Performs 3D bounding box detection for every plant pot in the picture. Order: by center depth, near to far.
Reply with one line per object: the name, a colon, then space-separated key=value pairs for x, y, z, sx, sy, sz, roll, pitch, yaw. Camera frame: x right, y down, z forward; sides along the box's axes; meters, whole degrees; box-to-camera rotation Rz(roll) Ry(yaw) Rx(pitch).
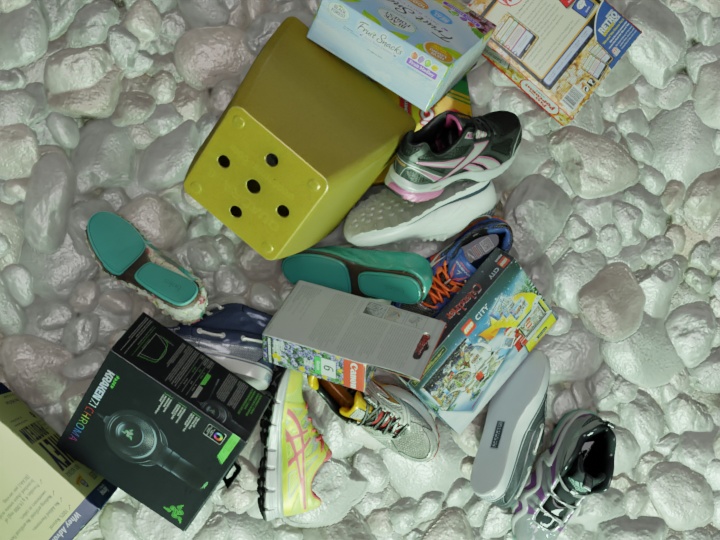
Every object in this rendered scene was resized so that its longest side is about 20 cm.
plant pot: x=-0.087 y=-0.133 z=1.131 sx=0.199 sy=0.177 sz=0.200 roll=39 pitch=125 yaw=-3

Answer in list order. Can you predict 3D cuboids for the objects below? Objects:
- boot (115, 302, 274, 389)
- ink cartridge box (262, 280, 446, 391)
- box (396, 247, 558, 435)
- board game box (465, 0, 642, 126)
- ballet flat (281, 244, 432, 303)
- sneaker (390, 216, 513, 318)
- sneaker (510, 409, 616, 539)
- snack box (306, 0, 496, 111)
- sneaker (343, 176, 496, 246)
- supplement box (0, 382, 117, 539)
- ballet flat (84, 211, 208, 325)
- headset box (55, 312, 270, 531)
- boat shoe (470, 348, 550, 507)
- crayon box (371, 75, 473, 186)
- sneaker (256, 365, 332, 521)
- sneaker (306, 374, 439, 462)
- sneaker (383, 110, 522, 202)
boot: x=-0.197 y=0.081 z=1.221 sx=0.197 sy=0.073 sz=0.091 roll=15 pitch=65 yaw=-1
ink cartridge box: x=-0.007 y=0.085 z=1.175 sx=0.198 sy=0.051 sz=0.109 roll=15 pitch=42 yaw=16
box: x=0.146 y=0.090 z=1.223 sx=0.200 sy=0.038 sz=0.137 roll=-48 pitch=130 yaw=-6
board game box: x=0.241 y=-0.313 z=1.277 sx=0.200 sy=0.046 sz=0.152 roll=41 pitch=85 yaw=-3
ballet flat: x=0.000 y=0.000 z=1.229 sx=0.198 sy=0.070 sz=0.068 roll=8 pitch=121 yaw=23
sneaker: x=0.115 y=0.000 z=1.239 sx=0.200 sy=0.078 sz=0.075 roll=-44 pitch=92 yaw=-5
sneaker: x=0.255 y=0.268 z=1.212 sx=0.077 sy=0.140 sz=0.202 roll=24 pitch=86 yaw=-4
snack box: x=0.055 y=-0.286 z=1.173 sx=0.168 sy=0.200 sz=0.068 roll=33 pitch=126 yaw=6
sneaker: x=0.077 y=-0.065 z=1.221 sx=0.198 sy=0.081 sz=0.077 roll=-19 pitch=45 yaw=-1
supplement box: x=-0.431 y=0.275 z=1.149 sx=0.200 sy=0.134 sz=0.200 roll=42 pitch=85 yaw=-3
ballet flat: x=-0.263 y=0.004 z=1.202 sx=0.199 sy=0.064 sz=0.076 roll=38 pitch=69 yaw=24
headset box: x=-0.226 y=0.184 z=1.156 sx=0.199 sy=0.093 sz=0.175 roll=35 pitch=119 yaw=-4
boat shoe: x=0.203 y=0.202 z=1.250 sx=0.068 sy=0.071 sz=0.202 roll=34 pitch=69 yaw=-37
crayon box: x=0.045 y=-0.176 z=1.252 sx=0.197 sy=0.051 sz=0.129 roll=-9 pitch=89 yaw=-5
sneaker: x=-0.078 y=0.207 z=1.222 sx=0.089 sy=0.078 sz=0.203 roll=3 pitch=93 yaw=-13
sneaker: x=0.010 y=0.174 z=1.214 sx=0.199 sy=0.082 sz=0.078 roll=37 pitch=111 yaw=-1
sneaker: x=0.121 y=-0.151 z=1.158 sx=0.199 sy=0.087 sz=0.080 roll=-31 pitch=60 yaw=-32
